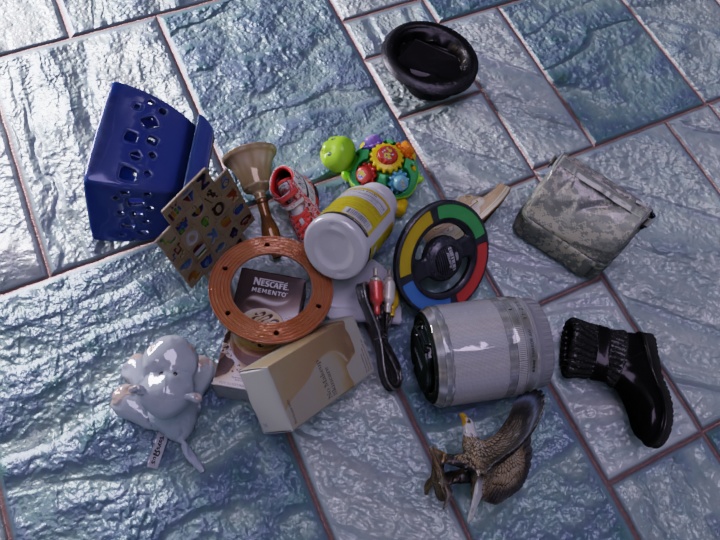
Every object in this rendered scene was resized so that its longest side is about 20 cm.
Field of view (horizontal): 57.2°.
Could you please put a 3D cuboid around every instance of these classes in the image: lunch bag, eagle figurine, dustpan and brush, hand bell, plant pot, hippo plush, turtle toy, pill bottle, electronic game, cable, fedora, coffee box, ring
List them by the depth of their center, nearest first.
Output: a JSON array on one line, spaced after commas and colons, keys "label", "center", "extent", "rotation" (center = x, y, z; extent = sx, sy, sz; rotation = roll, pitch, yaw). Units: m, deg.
[{"label": "hippo plush", "center": [-0.305, 0.180, 0.985], "extent": [0.158, 0.161, 0.202], "rotation": [5, 64, -3]}, {"label": "eagle figurine", "center": [0.196, 0.273, 0.988], "extent": [0.198, 0.152, 0.152], "rotation": [-11, 85, -12]}, {"label": "ring", "center": [-0.142, 0.030, 1.057], "extent": [0.198, 0.019, 0.202], "rotation": [4, 55, -6]}, {"label": "cable", "center": [0.039, 0.092, 1.075], "extent": [0.050, 0.097, 0.202], "rotation": [-20, 66, 29]}, {"label": "coffee box", "center": [-0.161, 0.109, 1.078], "extent": [0.112, 0.080, 0.202], "rotation": [9, 64, -1]}, {"label": "pill bottle", "center": [-0.007, -0.076, 1.109], "extent": [0.111, 0.112, 0.200], "rotation": [29, 34, 8]}, {"label": "plant pot", "center": [-0.350, -0.164, 1.121], "extent": [0.178, 0.200, 0.202], "rotation": [11, 63, -13]}, {"label": "electronic game", "center": [0.140, -0.021, 1.129], "extent": [0.198, 0.042, 0.202], "rotation": [-8, 107, -29]}, {"label": "dustpan and brush", "center": [0.000, 0.000, 1.166], "extent": [0.138, 0.057, 0.202], "rotation": [5, 70, -16]}, {"label": "lunch bag", "center": [0.400, -0.104, 1.183], "extent": [0.199, 0.168, 0.140], "rotation": [37, 67, 11]}, {"label": "hand bell", "center": [-0.177, -0.117, 1.192], "extent": [0.103, 0.104, 0.202], "rotation": [-13, 79, -12]}, {"label": "turtle toy", "center": [0.022, -0.193, 1.224], "extent": [0.198, 0.101, 0.147], "rotation": [11, 64, 0]}, {"label": "fedora", "center": [0.135, -0.408, 1.341], "extent": [0.198, 0.092, 0.202], "rotation": [2, 65, -4]}]

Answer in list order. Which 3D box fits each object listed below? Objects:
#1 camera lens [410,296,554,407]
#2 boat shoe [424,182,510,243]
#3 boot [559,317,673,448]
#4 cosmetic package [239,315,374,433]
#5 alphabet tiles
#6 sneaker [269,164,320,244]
[{"label": "camera lens", "center": [0.188, 0.128, 1.058], "extent": [0.198, 0.160, 0.161], "rotation": [-6, 66, -9]}, {"label": "boat shoe", "center": [0.195, -0.106, 1.216], "extent": [0.200, 0.074, 0.069], "rotation": [-42, 81, -20]}, {"label": "boot", "center": [0.416, 0.184, 1.097], "extent": [0.156, 0.080, 0.213], "rotation": [9, 54, -9]}, {"label": "cosmetic package", "center": [-0.076, 0.154, 1.005], "extent": [0.199, 0.071, 0.106], "rotation": [-30, 100, -47]}, {"label": "alphabet tiles", "center": [-0.250, -0.068, 1.089], "extent": [0.006, 0.201, 0.167], "rotation": [26, 66, 28]}, {"label": "sneaker", "center": [-0.105, -0.091, 1.152], "extent": [0.067, 0.108, 0.203], "rotation": [-26, 61, 18]}]
